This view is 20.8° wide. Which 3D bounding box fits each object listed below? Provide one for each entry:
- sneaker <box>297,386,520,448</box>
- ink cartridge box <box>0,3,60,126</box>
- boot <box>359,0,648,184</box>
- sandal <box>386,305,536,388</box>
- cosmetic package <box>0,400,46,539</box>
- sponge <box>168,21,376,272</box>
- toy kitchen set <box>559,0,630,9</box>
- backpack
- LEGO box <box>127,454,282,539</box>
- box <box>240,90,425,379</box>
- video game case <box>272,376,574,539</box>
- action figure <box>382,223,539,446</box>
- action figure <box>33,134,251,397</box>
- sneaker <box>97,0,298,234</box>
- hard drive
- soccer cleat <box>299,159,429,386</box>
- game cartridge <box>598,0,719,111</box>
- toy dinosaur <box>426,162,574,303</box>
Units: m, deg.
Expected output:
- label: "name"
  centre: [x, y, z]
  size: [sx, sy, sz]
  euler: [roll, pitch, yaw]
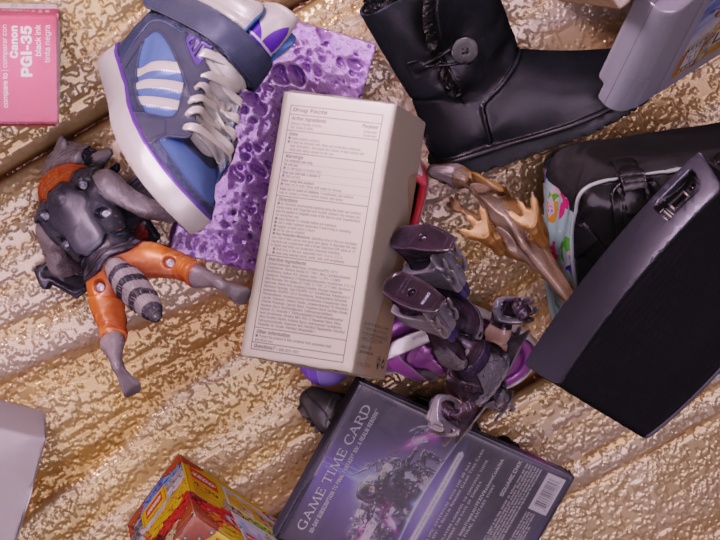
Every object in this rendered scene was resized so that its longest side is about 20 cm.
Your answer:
- label: "sneaker"
  centre: [0.045, 0.127, 1.573]
  size: [0.200, 0.066, 0.091]
  euler: [30, 93, -17]
- label: "ink cartridge box"
  centre: [-0.317, -0.150, 1.411]
  size: [0.200, 0.147, 0.083]
  euler: [0, 101, -9]
- label: "boot"
  centre: [0.116, -0.176, 1.503]
  size: [0.200, 0.076, 0.168]
  euler: [-22, 114, 3]
- label: "sandal"
  centre: [0.061, 0.058, 1.533]
  size: [0.202, 0.050, 0.083]
  euler: [8, 117, -30]
- label: "cosmetic package"
  centre: [-0.348, 0.140, 1.502]
  size: [0.200, 0.090, 0.107]
  euler: [17, 98, -15]
- label: "sponge"
  centre: [-0.070, -0.096, 1.523]
  size: [0.111, 0.030, 0.200]
  euler: [15, 99, -12]
- label: "toy kitchen set"
  centre: [0.170, -0.323, 1.436]
  size: [0.163, 0.180, 0.200]
  euler: [-39, 103, 0]
- label: "backpack"
  centre: [0.227, -0.010, 1.523]
  size: [0.177, 0.151, 0.200]
  euler: [-10, 113, -8]
- label: "LEGO box"
  centre: [-0.078, 0.247, 1.533]
  size: [0.200, 0.149, 0.077]
  euler: [36, 94, -15]
- label: "box"
  centre: [-0.019, -0.026, 1.452]
  size: [0.095, 0.078, 0.200]
  euler: [9, 86, 20]
- label: "video game case"
  centre: [0.050, 0.184, 1.545]
  size: [0.200, 0.019, 0.143]
  euler: [25, 101, -17]
- label: "action figure"
  centre: [0.077, 0.056, 1.467]
  size: [0.130, 0.069, 0.200]
  euler: [-64, 143, -26]
- label: "action figure"
  centre: [-0.167, -0.034, 1.457]
  size: [0.200, 0.105, 0.193]
  euler: [-45, 65, 9]
- label: "sneaker"
  centre: [-0.104, -0.134, 1.415]
  size: [0.146, 0.200, 0.081]
  euler: [-34, 136, 9]
- label: "hard drive"
  centre: [0.229, 0.026, 1.435]
  size: [0.135, 0.042, 0.200]
  euler: [32, 103, -30]
- label: "soccer cleat"
  centre: [0.000, 0.000, 1.530]
  size: [0.067, 0.076, 0.200]
  euler: [21, 97, -13]
- label: "game cartridge"
  centre: [0.268, -0.206, 1.470]
  size: [0.200, 0.133, 0.042]
  euler: [-32, 73, -30]
- label: "toy dinosaur"
  centre: [0.124, -0.021, 1.452]
  size: [0.060, 0.106, 0.200]
  euler: [-40, 72, 10]
